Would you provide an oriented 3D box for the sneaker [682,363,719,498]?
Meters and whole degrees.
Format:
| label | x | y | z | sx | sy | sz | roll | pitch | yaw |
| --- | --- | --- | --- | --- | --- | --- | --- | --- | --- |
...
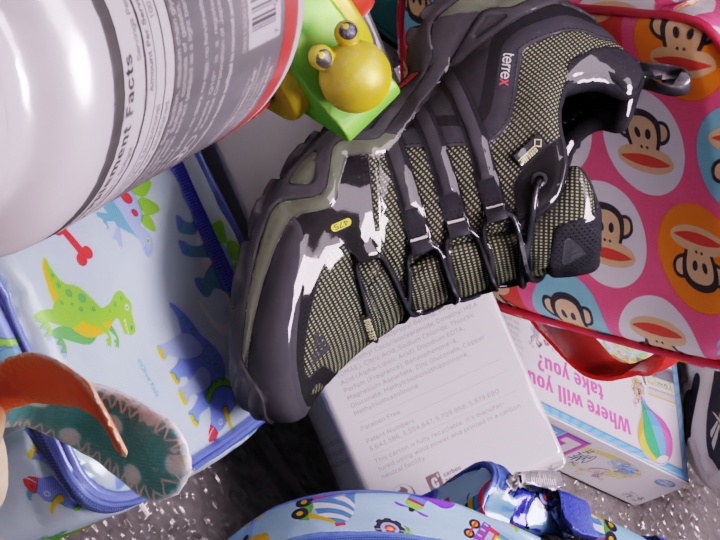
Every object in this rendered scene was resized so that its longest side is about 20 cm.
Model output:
| label | x | y | z | sx | sy | sz | roll | pitch | yaw |
| --- | --- | --- | --- | --- | --- | --- | --- | --- | --- |
| sneaker | 0.184 | 0.014 | 1.283 | 0.200 | 0.079 | 0.130 | -77 | 158 | -60 |

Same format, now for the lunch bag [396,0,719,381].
| label | x | y | z | sx | sy | sz | roll | pitch | yaw |
| --- | --- | --- | --- | --- | --- | --- | --- | --- | --- |
| lunch bag | 0.102 | -0.038 | 1.103 | 0.082 | 0.199 | 0.177 | -23 | 118 | -37 |

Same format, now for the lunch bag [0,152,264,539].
| label | x | y | z | sx | sy | sz | roll | pitch | yaw |
| --- | --- | --- | --- | --- | --- | --- | --- | --- | --- |
| lunch bag | -0.113 | -0.012 | 0.988 | 0.161 | 0.082 | 0.201 | -24 | 90 | -58 |

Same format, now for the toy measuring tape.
| label | x | y | z | sx | sy | sz | roll | pitch | yaw |
| --- | --- | --- | --- | --- | --- | --- | --- | --- | --- |
| toy measuring tape | -0.050 | -0.103 | 0.990 | 0.073 | 0.074 | 0.200 | 29 | 4 | -39 |

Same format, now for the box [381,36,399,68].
| label | x | y | z | sx | sy | sz | roll | pitch | yaw |
| --- | --- | --- | --- | --- | --- | --- | --- | --- | --- |
| box | -0.068 | -0.178 | 1.179 | 0.155 | 0.041 | 0.201 | 0 | 70 | -53 |

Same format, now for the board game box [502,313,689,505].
| label | x | y | z | sx | sy | sz | roll | pitch | yaw |
| --- | --- | --- | --- | --- | --- | --- | --- | --- | --- |
| board game box | 0.071 | 0.013 | 1.245 | 0.199 | 0.034 | 0.135 | 27 | 49 | -41 |

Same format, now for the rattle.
| label | x | y | z | sx | sy | sz | roll | pitch | yaw |
| --- | --- | --- | --- | --- | --- | --- | --- | --- | --- |
| rattle | -0.142 | 0.015 | 0.827 | 0.130 | 0.199 | 0.144 | 36 | 44 | -33 |

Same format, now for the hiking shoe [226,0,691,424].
| label | x | y | z | sx | sy | sz | roll | pitch | yaw |
| --- | --- | --- | --- | --- | --- | --- | --- | --- | --- |
| hiking shoe | 0.033 | -0.020 | 0.978 | 0.200 | 0.100 | 0.076 | -54 | 154 | -17 |

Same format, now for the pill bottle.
| label | x | y | z | sx | sy | sz | roll | pitch | yaw |
| --- | --- | --- | --- | --- | --- | --- | --- | --- | --- |
| pill bottle | -0.108 | -0.070 | 0.846 | 0.116 | 0.115 | 0.200 | 61 | 31 | -4 |

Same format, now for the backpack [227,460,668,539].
| label | x | y | z | sx | sy | sz | roll | pitch | yaw |
| --- | --- | --- | --- | --- | --- | --- | --- | --- | --- |
| backpack | 0.012 | 0.149 | 0.976 | 0.199 | 0.183 | 0.135 | 24 | 42 | -27 |

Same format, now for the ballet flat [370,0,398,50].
| label | x | y | z | sx | sy | sz | roll | pitch | yaw |
| --- | --- | --- | --- | --- | --- | --- | --- | --- | --- |
| ballet flat | -0.006 | -0.144 | 1.157 | 0.200 | 0.068 | 0.069 | 33 | 34 | -52 |

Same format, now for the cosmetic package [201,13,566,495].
| label | x | y | z | sx | sy | sz | roll | pitch | yaw |
| --- | --- | --- | --- | --- | --- | --- | --- | --- | --- |
| cosmetic package | 0.000 | 0.000 | 1.084 | 0.113 | 0.081 | 0.201 | 143 | -75 | -84 |
